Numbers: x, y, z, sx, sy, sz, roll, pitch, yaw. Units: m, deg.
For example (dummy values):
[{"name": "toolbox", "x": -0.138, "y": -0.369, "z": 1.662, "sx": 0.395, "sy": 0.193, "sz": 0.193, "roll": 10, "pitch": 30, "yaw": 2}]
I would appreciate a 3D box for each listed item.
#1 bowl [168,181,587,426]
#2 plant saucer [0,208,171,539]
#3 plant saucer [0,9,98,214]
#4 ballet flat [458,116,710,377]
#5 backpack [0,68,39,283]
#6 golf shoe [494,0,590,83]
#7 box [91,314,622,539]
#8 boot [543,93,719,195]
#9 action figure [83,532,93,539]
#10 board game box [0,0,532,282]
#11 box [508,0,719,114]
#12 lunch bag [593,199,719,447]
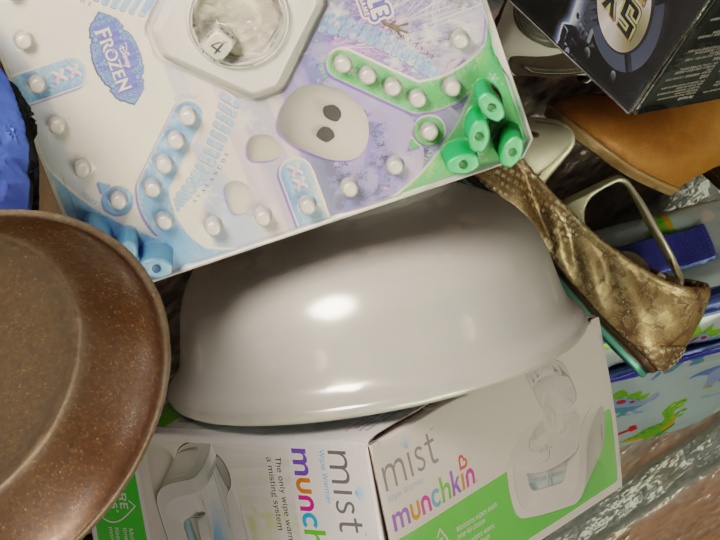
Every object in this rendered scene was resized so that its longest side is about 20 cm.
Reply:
[{"name": "bowl", "x": 0.000, "y": 0.000, "z": 1.377, "sx": 0.201, "sy": 0.201, "sz": 0.090, "roll": -17, "pitch": 103, "yaw": -26}, {"name": "plant saucer", "x": -0.169, "y": 0.054, "z": 1.154, "sx": 0.200, "sy": 0.037, "sz": 0.200, "roll": -22, "pitch": 133, "yaw": -25}, {"name": "plant saucer", "x": -0.105, "y": -0.066, "z": 1.338, "sx": 0.200, "sy": 0.034, "sz": 0.200, "roll": -28, "pitch": 148, "yaw": -19}, {"name": "ballet flat", "x": 0.095, "y": -0.034, "z": 1.462, "sx": 0.200, "sy": 0.071, "sz": 0.065, "roll": 44, "pitch": 91, "yaw": -14}, {"name": "backpack", "x": -0.226, "y": -0.011, "z": 1.199, "sx": 0.168, "sy": 0.163, "sz": 0.200, "roll": 6, "pitch": 127, "yaw": -39}, {"name": "golf shoe", "x": 0.140, "y": -0.141, "z": 1.456, "sx": 0.200, "sy": 0.078, "sz": 0.094, "roll": -14, "pitch": 164, "yaw": -38}, {"name": "box", "x": -0.002, "y": 0.087, "z": 1.414, "sx": 0.200, "sy": 0.176, "sz": 0.097, "roll": -25, "pitch": 111, "yaw": -52}, {"name": "boot", "x": 0.191, "y": -0.110, "z": 1.532, "sx": 0.201, "sy": 0.071, "sz": 0.144, "roll": 11, "pitch": 116, "yaw": -49}, {"name": "action figure", "x": -0.159, "y": 0.180, "z": 1.540, "sx": 0.193, "sy": 0.105, "sz": 0.200, "roll": -4, "pitch": 144, "yaw": -28}, {"name": "board game box", "x": -0.051, "y": -0.104, "z": 1.228, "sx": 0.200, "sy": 0.026, "sz": 0.200, "roll": -18, "pitch": 110, "yaw": 4}, {"name": "box", "x": 0.133, "y": -0.160, "z": 1.296, "sx": 0.200, "sy": 0.164, "sz": 0.086, "roll": -15, "pitch": 144, "yaw": -54}, {"name": "lunch bag", "x": 0.123, "y": 0.038, "z": 1.575, "sx": 0.200, "sy": 0.082, "sz": 0.161, "roll": -14, "pitch": 154, "yaw": -14}]
